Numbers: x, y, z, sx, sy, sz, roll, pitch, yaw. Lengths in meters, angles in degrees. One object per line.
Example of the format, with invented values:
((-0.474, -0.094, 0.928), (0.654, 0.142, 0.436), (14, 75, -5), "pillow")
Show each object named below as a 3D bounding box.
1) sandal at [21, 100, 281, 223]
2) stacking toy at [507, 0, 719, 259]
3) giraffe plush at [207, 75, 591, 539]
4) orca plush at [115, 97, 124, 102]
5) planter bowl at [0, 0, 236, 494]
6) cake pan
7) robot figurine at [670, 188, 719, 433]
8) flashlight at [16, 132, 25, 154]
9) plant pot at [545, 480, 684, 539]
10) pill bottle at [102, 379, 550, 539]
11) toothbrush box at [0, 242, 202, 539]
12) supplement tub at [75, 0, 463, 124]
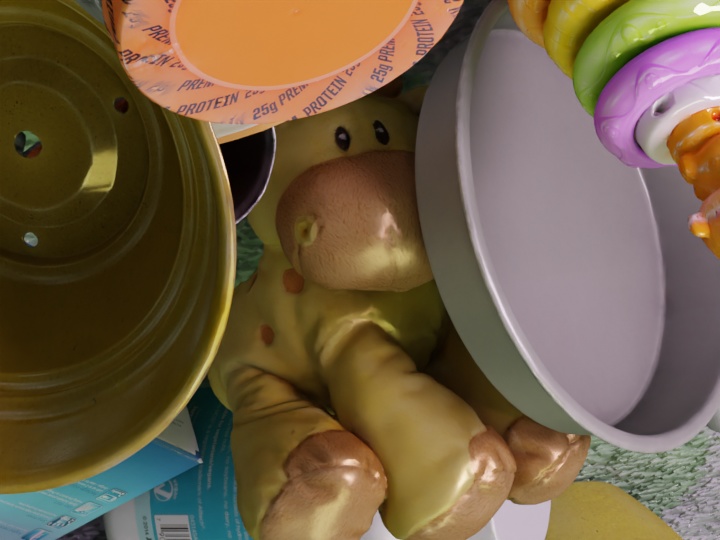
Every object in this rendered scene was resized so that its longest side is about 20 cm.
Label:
((-0.061, -0.040, 0.839), (0.079, 0.059, 0.206), (-34, -165, -29), "sandal")
((0.114, -0.081, 0.820), (0.116, 0.200, 0.110), (-4, 147, -23), "stacking toy")
((0.000, 0.000, 0.939), (0.172, 0.200, 0.163), (-16, 124, -38), "giraffe plush")
((-0.043, -0.121, 0.801), (0.200, 0.105, 0.071), (-14, 117, 33), "orca plush")
((-0.126, -0.032, 0.765), (0.200, 0.201, 0.083), (-32, -170, 23), "planter bowl")
((0.089, -0.021, 0.923), (0.037, 0.201, 0.200), (-16, 155, 37), "cake pan")
((0.209, -0.002, 1.082), (0.170, 0.113, 0.200), (-53, 147, -8), "robot figurine")
((-0.206, -0.074, 0.802), (0.068, 0.068, 0.200), (-42, 142, 21), "flashlight")
((0.135, 0.213, 1.363), (0.199, 0.142, 0.200), (-12, 149, -8), "plant pot")
((-0.014, 0.105, 1.066), (0.200, 0.111, 0.111), (-3, 157, 27), "pill bottle")
((-0.199, 0.077, 1.028), (0.200, 0.085, 0.146), (-30, 149, 19), "toothbrush box")
((-0.043, -0.148, 0.632), (0.122, 0.200, 0.123), (-13, 150, -7), "supplement tub")
